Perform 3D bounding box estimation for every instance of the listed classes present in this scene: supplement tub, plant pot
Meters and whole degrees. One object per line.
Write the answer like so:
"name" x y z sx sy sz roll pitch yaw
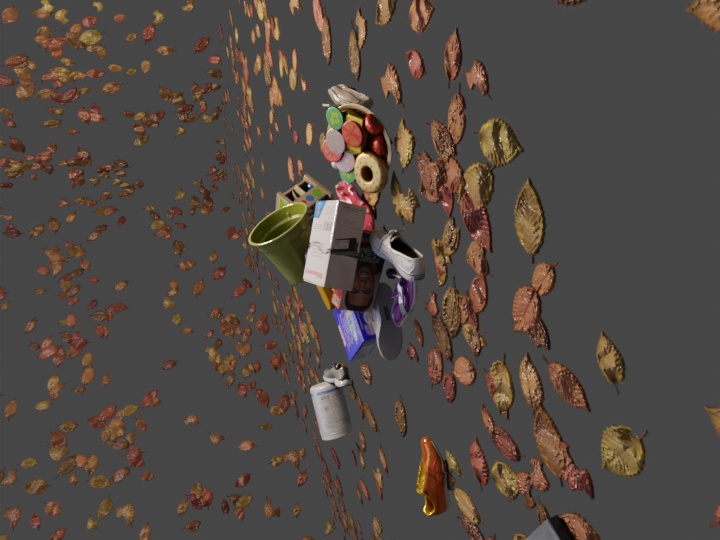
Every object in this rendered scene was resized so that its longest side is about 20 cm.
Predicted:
"supplement tub" -0.113 0.535 2.042 0.132 0.129 0.205 156 101 -70
"plant pot" -0.201 -0.067 1.569 0.186 0.199 0.200 60 170 -29

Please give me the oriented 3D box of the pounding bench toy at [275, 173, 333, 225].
"pounding bench toy" -0.148 -0.184 1.690 0.199 0.156 0.125 38 145 18

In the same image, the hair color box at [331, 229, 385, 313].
"hair color box" 0.000 0.000 1.348 0.061 0.100 0.204 37 116 60

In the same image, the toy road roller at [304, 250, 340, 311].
"toy road roller" -0.075 0.017 1.477 0.203 0.121 0.146 63 161 11

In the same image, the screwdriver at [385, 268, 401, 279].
"screwdriver" 0.078 0.008 1.255 0.029 0.028 0.200 38 180 0

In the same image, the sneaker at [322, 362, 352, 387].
"sneaker" -0.086 0.382 1.977 0.199 0.072 0.081 173 94 -64

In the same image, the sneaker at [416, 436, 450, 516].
"sneaker" 0.174 0.516 1.313 0.073 0.076 0.205 180 80 -71

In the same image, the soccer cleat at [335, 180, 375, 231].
"soccer cleat" -0.007 -0.162 1.439 0.202 0.066 0.077 61 -174 27

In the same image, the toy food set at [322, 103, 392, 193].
"toy food set" -0.010 -0.292 1.248 0.196 0.049 0.203 28 136 27

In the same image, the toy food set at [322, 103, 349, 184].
"toy food set" -0.059 -0.335 1.381 0.144 0.059 0.204 -119 12 -71

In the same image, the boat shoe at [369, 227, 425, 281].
"boat shoe" 0.083 -0.061 1.212 0.202 0.073 0.088 -130 32 -48

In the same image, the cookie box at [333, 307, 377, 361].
"cookie box" -0.010 0.158 1.601 0.201 0.074 0.174 118 135 -61

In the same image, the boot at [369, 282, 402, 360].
"boot" 0.062 0.135 1.415 0.095 0.072 0.205 161 104 -76

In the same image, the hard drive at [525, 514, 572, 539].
"hard drive" 0.355 0.536 0.884 0.141 0.032 0.202 100 151 -47

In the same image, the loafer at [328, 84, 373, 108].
"loafer" -0.022 -0.425 1.320 0.072 0.063 0.201 50 -176 -38

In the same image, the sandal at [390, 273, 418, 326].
"sandal" 0.098 0.070 1.283 0.205 0.049 0.083 97 152 -44

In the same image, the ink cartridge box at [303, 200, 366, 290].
"ink cartridge box" -0.065 -0.063 1.291 0.144 0.083 0.205 14 94 63
